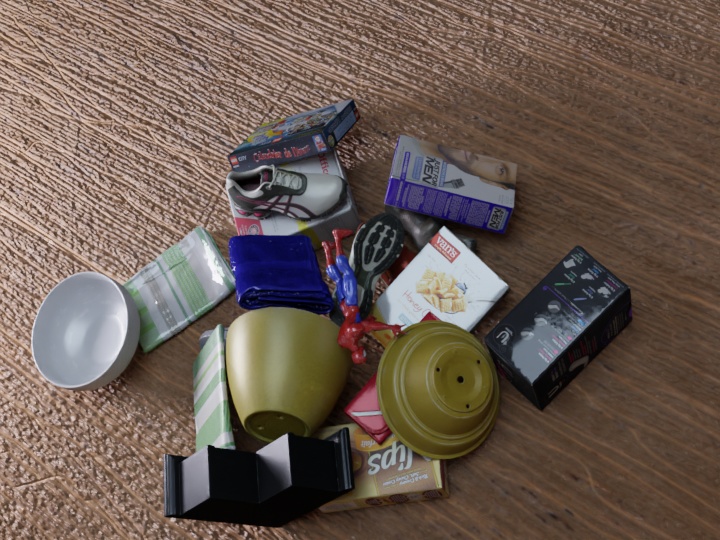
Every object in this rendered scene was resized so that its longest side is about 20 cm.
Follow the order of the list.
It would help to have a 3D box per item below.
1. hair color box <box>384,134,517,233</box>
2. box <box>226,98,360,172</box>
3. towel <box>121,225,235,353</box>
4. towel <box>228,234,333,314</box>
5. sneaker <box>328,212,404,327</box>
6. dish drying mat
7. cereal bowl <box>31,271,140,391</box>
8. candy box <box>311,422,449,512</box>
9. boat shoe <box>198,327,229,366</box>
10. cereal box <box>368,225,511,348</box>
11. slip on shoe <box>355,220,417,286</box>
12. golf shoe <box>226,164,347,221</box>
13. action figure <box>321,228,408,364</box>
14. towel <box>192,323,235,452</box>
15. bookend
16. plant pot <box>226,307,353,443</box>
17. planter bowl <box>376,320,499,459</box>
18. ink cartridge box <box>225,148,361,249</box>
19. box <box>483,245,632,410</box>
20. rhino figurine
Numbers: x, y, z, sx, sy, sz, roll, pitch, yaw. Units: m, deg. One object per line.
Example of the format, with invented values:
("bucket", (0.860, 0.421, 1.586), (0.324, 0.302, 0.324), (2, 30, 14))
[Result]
("hair color box", (0.144, -0.137, 1.694), (0.197, 0.065, 0.110), (15, 46, -2))
("box", (-0.113, -0.227, 1.823), (0.197, 0.038, 0.137), (-10, 27, 30))
("towel", (-0.319, 0.029, 1.836), (0.199, 0.031, 0.150), (-36, 59, -1))
("towel", (-0.125, -0.002, 1.654), (0.145, 0.050, 0.201), (5, 26, -15))
("sneaker", (0.000, 0.000, 1.675), (0.076, 0.089, 0.202), (31, 75, -9))
("dish drying mat", (0.066, 0.158, 1.588), (0.077, 0.018, 0.200), (39, 78, 14))
("cereal bowl", (-0.449, 0.108, 1.799), (0.197, 0.083, 0.203), (-9, 68, 23))
("candy box", (0.027, 0.284, 1.586), (0.197, 0.055, 0.117), (-10, 62, 12))
("boat shoe", (-0.164, 0.115, 1.731), (0.197, 0.072, 0.070), (2, 38, 23))
("cereal box", (0.114, 0.053, 1.646), (0.144, 0.039, 0.200), (42, 93, 17))
("slip on shoe", (0.061, -0.010, 1.716), (0.074, 0.061, 0.200), (-43, 62, -9))
("golf shoe", (-0.120, -0.128, 1.720), (0.197, 0.088, 0.078), (-4, 63, 14))
("action figure", (0.005, 0.043, 1.576), (0.098, 0.065, 0.203), (6, 62, -26))
("towel", (-0.229, 0.208, 1.667), (0.023, 0.153, 0.203), (5, 59, -23))
("bookend", (-0.146, 0.285, 1.514), (0.198, 0.198, 0.093), (-36, 50, 43))
("plant pot", (-0.114, 0.172, 1.587), (0.197, 0.201, 0.144), (-4, 51, 16))
("planter bowl", (0.128, 0.162, 1.527), (0.197, 0.083, 0.204), (6, 73, -20))
("ink cartridge box", (-0.110, -0.107, 1.804), (0.197, 0.084, 0.147), (-21, 61, 7))
("box", (0.290, 0.084, 1.561), (0.200, 0.123, 0.106), (-43, 61, -7))
("rhino figurine", (0.117, -0.072, 1.729), (0.087, 0.060, 0.200), (-39, 61, -8))
